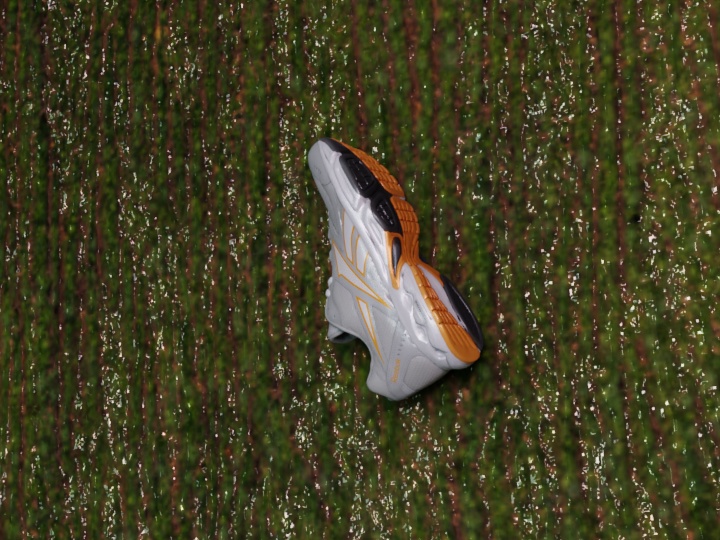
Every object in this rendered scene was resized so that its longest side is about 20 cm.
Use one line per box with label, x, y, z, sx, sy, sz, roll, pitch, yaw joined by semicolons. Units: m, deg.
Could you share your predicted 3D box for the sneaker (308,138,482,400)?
sneaker;0.000;0.000;1.178;0.092;0.076;0.201;-38;64;23
